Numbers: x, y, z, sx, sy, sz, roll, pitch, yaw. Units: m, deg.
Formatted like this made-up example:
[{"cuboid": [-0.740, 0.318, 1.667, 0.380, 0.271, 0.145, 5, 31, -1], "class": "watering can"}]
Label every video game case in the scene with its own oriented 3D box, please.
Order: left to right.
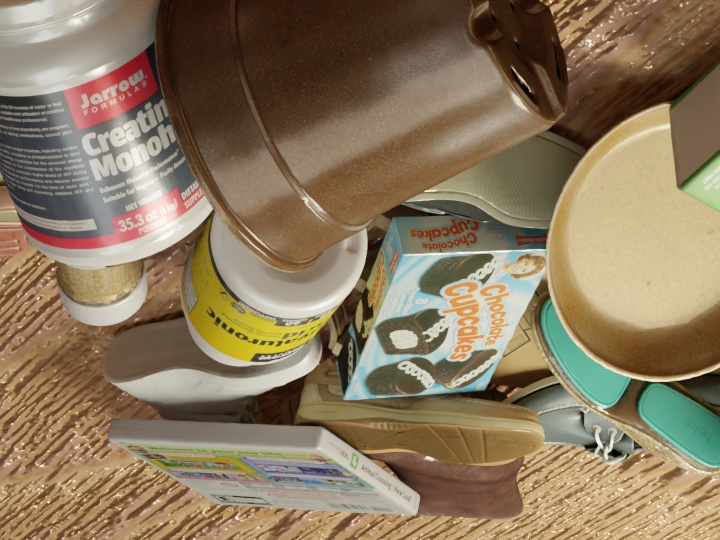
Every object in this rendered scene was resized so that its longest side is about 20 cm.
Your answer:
[{"cuboid": [-0.077, 0.160, 1.837, 0.199, 0.022, 0.182, 0, 158, 28], "class": "video game case"}]

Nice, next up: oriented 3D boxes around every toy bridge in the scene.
[{"cuboid": [0.000, 0.000, 1.680, 0.067, 0.027, 0.200, 29, 145, 8], "class": "toy bridge"}]

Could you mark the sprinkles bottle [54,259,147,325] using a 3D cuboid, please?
[{"cuboid": [-0.198, -0.041, 1.637, 0.068, 0.069, 0.200, 4, 145, 5], "class": "sprinkles bottle"}]

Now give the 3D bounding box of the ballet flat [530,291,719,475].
[{"cuboid": [0.195, 0.089, 1.703, 0.200, 0.071, 0.065, 41, 163, -13], "class": "ballet flat"}]

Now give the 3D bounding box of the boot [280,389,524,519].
[{"cuboid": [0.039, 0.161, 1.875, 0.199, 0.073, 0.167, -1, 142, 5], "class": "boot"}]

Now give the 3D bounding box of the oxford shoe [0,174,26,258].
[{"cuboid": [-0.278, -0.052, 1.650, 0.070, 0.074, 0.200, -2, 168, -26], "class": "oxford shoe"}]

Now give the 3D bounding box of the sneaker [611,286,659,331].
[{"cuboid": [0.232, 0.026, 1.654, 0.199, 0.076, 0.076, 21, 164, -37], "class": "sneaker"}]

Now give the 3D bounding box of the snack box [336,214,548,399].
[{"cuboid": [0.059, 0.028, 1.650, 0.116, 0.037, 0.200, -3, 147, -16], "class": "snack box"}]

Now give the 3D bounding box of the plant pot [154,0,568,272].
[{"cuboid": [0.009, -0.127, 1.389, 0.198, 0.201, 0.200, -22, 136, 23], "class": "plant pot"}]

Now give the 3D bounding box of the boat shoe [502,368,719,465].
[{"cuboid": [0.204, 0.118, 1.771, 0.199, 0.062, 0.073, -8, 147, 3], "class": "boat shoe"}]

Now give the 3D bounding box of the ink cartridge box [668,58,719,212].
[{"cuboid": [0.323, -0.079, 1.460, 0.199, 0.084, 0.145, 26, 131, -24], "class": "ink cartridge box"}]

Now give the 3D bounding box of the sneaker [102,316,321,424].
[{"cuboid": [-0.095, 0.084, 1.801, 0.199, 0.074, 0.116, -6, 146, 33], "class": "sneaker"}]

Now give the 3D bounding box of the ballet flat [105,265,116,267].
[{"cuboid": [-0.120, -0.075, 1.562, 0.057, 0.067, 0.200, 39, 114, -20], "class": "ballet flat"}]

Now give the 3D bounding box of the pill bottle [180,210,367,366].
[{"cuboid": [-0.070, 0.005, 1.625, 0.111, 0.112, 0.200, 14, 161, -10], "class": "pill bottle"}]

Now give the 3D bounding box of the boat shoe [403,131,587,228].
[{"cuboid": [0.075, -0.071, 1.566, 0.199, 0.072, 0.068, 7, -176, -11], "class": "boat shoe"}]

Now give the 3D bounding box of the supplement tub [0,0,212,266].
[{"cuboid": [-0.176, -0.116, 1.436, 0.140, 0.141, 0.201, -4, 128, 16], "class": "supplement tub"}]

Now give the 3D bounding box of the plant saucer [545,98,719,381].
[{"cuboid": [0.213, -0.024, 1.539, 0.199, 0.035, 0.201, -5, 109, -16], "class": "plant saucer"}]

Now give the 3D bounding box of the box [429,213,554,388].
[{"cuboid": [0.103, 0.025, 1.717, 0.163, 0.021, 0.200, 8, 145, -2], "class": "box"}]

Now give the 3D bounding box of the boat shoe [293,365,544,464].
[{"cuboid": [0.047, 0.106, 1.762, 0.199, 0.065, 0.071, 5, 151, 13], "class": "boat shoe"}]
